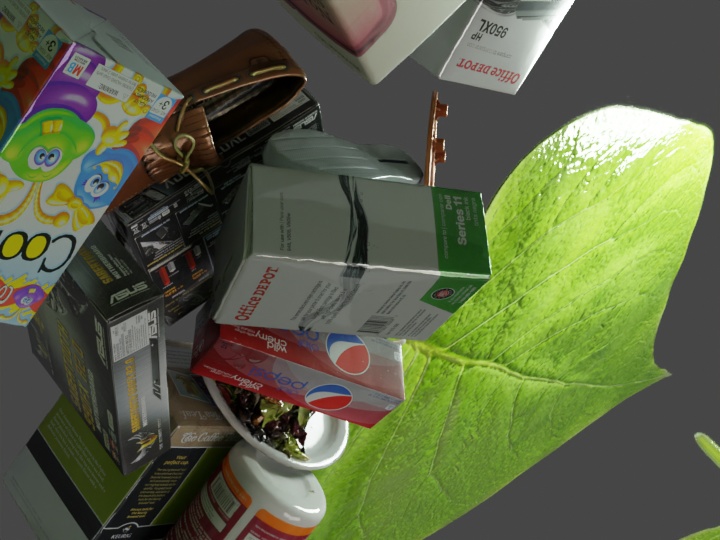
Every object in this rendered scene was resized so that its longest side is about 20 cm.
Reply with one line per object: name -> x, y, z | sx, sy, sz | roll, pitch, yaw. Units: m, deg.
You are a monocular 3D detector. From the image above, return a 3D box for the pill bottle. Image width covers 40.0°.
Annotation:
pill bottle -> -0.130, 0.268, 0.949 | 0.200, 0.110, 0.109 | -52, 151, 13

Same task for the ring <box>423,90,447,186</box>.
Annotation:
ring -> 0.075, -0.080, 1.006 | 0.200, 0.019, 0.202 | 4, 90, -86

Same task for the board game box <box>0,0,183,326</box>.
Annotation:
board game box -> -0.231, -0.077, 0.653 | 0.201, 0.105, 0.103 | -53, 150, 12

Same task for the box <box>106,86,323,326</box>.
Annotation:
box -> -0.118, -0.059, 0.883 | 0.199, 0.050, 0.158 | -36, 151, -18

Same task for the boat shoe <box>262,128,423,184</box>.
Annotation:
boat shoe -> -0.018, -0.073, 0.871 | 0.199, 0.072, 0.071 | 2, 131, -52

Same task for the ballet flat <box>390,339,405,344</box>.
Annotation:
ballet flat -> 0.046, 0.059, 1.236 | 0.200, 0.070, 0.068 | -37, 151, -15

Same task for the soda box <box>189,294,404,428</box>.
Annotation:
soda box -> -0.056, 0.082, 0.931 | 0.199, 0.070, 0.063 | 22, 135, -25

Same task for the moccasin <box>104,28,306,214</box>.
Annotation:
moccasin -> -0.130, -0.108, 0.774 | 0.201, 0.078, 0.074 | -34, 150, -20

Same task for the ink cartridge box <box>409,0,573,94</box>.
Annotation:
ink cartridge box -> 0.132, -0.272, 0.906 | 0.144, 0.084, 0.201 | -3, 131, -51

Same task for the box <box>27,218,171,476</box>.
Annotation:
box -> -0.213, 0.044, 0.778 | 0.048, 0.158, 0.201 | -28, 148, -31

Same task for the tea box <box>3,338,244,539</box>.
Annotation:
tea box -> -0.206, 0.184, 0.994 | 0.197, 0.134, 0.200 | -51, 152, 12

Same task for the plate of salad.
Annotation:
plate of salad -> -0.079, 0.107, 0.996 | 0.048, 0.201, 0.199 | -40, 156, 26

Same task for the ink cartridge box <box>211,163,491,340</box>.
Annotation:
ink cartridge box -> -0.014, -0.010, 0.819 | 0.198, 0.084, 0.147 | 6, 155, -19

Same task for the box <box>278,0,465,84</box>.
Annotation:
box -> -0.019, -0.248, 0.689 | 0.109, 0.128, 0.200 | -44, 151, -2
